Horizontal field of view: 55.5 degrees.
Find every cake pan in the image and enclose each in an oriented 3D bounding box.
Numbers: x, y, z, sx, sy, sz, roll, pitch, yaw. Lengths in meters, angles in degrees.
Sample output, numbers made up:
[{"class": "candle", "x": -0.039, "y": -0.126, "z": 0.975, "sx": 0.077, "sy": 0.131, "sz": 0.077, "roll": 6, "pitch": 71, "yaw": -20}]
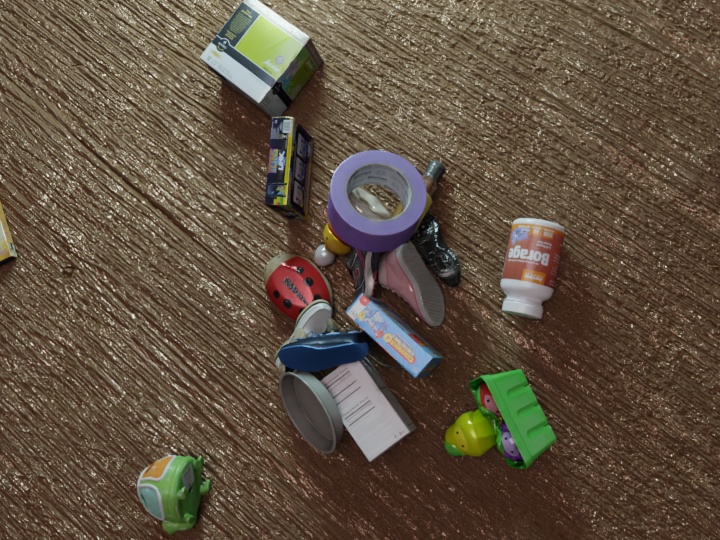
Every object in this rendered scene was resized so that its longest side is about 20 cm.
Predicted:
[{"class": "cake pan", "x": -0.106, "y": 0.303, "z": 1.492, "sx": 0.037, "sy": 0.200, "sz": 0.200, "roll": -28, "pitch": 74, "yaw": -31}]

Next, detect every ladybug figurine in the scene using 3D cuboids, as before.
[{"class": "ladybug figurine", "x": -0.147, "y": 0.042, "z": 1.581, "sx": 0.200, "sy": 0.072, "sz": 0.136, "roll": 42, "pitch": 92, "yaw": 14}]

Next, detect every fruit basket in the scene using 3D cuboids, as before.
[{"class": "fruit basket", "x": 0.271, "y": 0.324, "z": 1.427, "sx": 0.215, "sy": 0.156, "sz": 0.216, "roll": 1, "pitch": 75, "yaw": -4}]

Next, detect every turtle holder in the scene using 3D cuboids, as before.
[{"class": "turtle holder", "x": -0.424, "y": 0.504, "z": 1.558, "sx": 0.132, "sy": 0.186, "sz": 0.141, "roll": 1, "pitch": 51, "yaw": 12}]

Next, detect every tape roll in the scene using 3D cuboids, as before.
[{"class": "tape roll", "x": 0.033, "y": -0.145, "z": 1.430, "sx": 0.200, "sy": 0.085, "sz": 0.200, "roll": 3, "pitch": 66, "yaw": -7}]

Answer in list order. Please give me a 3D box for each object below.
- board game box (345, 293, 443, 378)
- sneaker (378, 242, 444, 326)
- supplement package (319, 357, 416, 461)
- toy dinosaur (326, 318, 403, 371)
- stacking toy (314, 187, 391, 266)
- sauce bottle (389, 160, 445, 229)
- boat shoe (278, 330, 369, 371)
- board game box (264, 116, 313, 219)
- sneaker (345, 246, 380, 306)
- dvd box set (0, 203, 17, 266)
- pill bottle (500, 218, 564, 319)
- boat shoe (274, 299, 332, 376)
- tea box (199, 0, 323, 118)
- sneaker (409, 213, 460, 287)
[{"class": "board game box", "x": 0.077, "y": 0.140, "z": 1.456, "sx": 0.196, "sy": 0.200, "sz": 0.056, "roll": 42, "pitch": 93, "yaw": 15}, {"class": "sneaker", "x": 0.109, "y": 0.038, "z": 1.535, "sx": 0.105, "sy": 0.075, "sz": 0.200, "roll": -18, "pitch": 104, "yaw": 46}, {"class": "supplement package", "x": 0.015, "y": 0.296, "z": 1.492, "sx": 0.109, "sy": 0.114, "sz": 0.200, "roll": -38, "pitch": 75, "yaw": 5}, {"class": "toy dinosaur", "x": 0.011, "y": 0.167, "z": 1.522, "sx": 0.200, "sy": 0.088, "sz": 0.048, "roll": 28, "pitch": 105, "yaw": 8}, {"class": "stacking toy", "x": -0.036, "y": -0.084, "z": 1.562, "sx": 0.146, "sy": 0.146, "sz": 0.200, "roll": 44, "pitch": 109, "yaw": 14}, {"class": "sauce bottle", "x": 0.131, "y": -0.160, "z": 1.529, "sx": 0.066, "sy": 0.066, "sz": 0.200, "roll": 28, "pitch": 67, "yaw": 14}, {"class": "boat shoe", "x": -0.075, "y": 0.172, "z": 1.469, "sx": 0.200, "sy": 0.069, "sz": 0.084, "roll": -3, "pitch": 120, "yaw": 12}, {"class": "board game box", "x": -0.161, "y": -0.230, "z": 1.573, "sx": 0.057, "sy": 0.165, "sz": 0.200, "roll": 3, "pitch": 83, "yaw": 11}, {"class": "sneaker", "x": 0.000, "y": 0.000, "z": 1.523, "sx": 0.075, "sy": 0.081, "sz": 0.200, "roll": 8, "pitch": 114, "yaw": -1}, {"class": "dvd box set", "x": -0.997, "y": -0.095, "z": 1.801, "sx": 0.146, "sy": 0.029, "sz": 0.200, "roll": -26, "pitch": 77, "yaw": 7}, {"class": "pill bottle", "x": 0.362, "y": -0.003, "z": 1.459, "sx": 0.112, "sy": 0.112, "sz": 0.200, "roll": 11, "pitch": 85, "yaw": 13}, {"class": "boat shoe", "x": -0.122, "y": 0.159, "z": 1.536, "sx": 0.075, "sy": 0.068, "sz": 0.200, "roll": 24, "pitch": 111, "yaw": -25}, {"class": "tea box", "x": -0.234, "y": -0.508, "z": 1.642, "sx": 0.200, "sy": 0.134, "sz": 0.197, "roll": 40, "pitch": 93, "yaw": 14}, {"class": "sneaker", "x": 0.164, "y": -0.042, "z": 1.527, "sx": 0.076, "sy": 0.091, "sz": 0.200, "roll": -25, "pitch": 56, "yaw": 5}]
